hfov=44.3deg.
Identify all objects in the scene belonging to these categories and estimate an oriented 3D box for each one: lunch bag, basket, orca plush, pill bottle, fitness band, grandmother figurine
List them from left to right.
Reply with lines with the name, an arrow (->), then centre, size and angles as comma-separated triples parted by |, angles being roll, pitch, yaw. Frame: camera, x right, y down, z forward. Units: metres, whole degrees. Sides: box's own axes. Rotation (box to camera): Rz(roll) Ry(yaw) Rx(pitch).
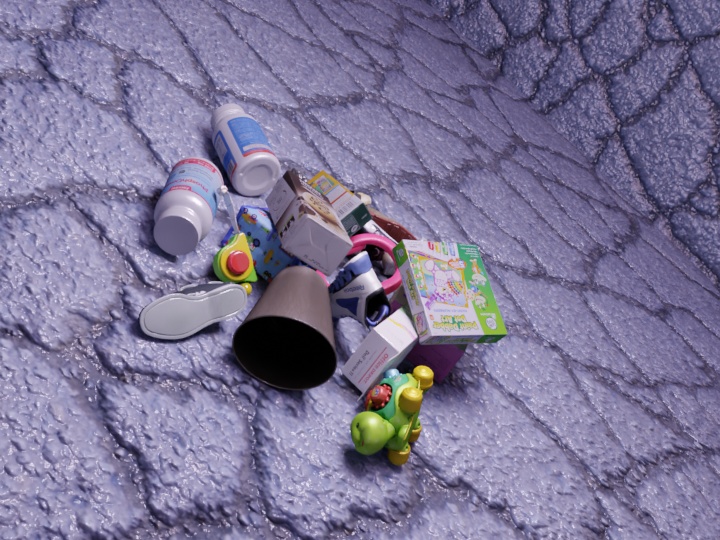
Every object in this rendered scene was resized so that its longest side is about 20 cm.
pill bottle -> -0.317, -0.117, 1.623 | 0.107, 0.109, 0.202 | 27, 30, -15
pill bottle -> -0.253, -0.265, 1.898 | 0.111, 0.113, 0.202 | 7, 41, -40
lunch bag -> -0.159, -0.060, 1.749 | 0.150, 0.095, 0.200 | 38, 19, 8
basket -> -0.116, 0.089, 1.529 | 0.177, 0.138, 0.201 | 17, 28, -4
fitness band -> 0.000, 0.000, 1.797 | 0.197, 0.038, 0.144 | -24, 62, -28
orca plush -> 0.009, -0.074, 1.902 | 0.199, 0.071, 0.105 | 39, 7, -6
grandmother figurine -> 0.015, -0.059, 1.951 | 0.198, 0.061, 0.121 | 37, 38, 5

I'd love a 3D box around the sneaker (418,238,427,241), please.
sneaker -> 0.172, 0.017, 1.968 | 0.201, 0.100, 0.074 | 49, 30, 19

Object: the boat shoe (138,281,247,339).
boat shoe -> -0.282, 0.064, 1.457 | 0.197, 0.078, 0.060 | -9, 13, -40

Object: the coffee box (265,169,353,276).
coffee box -> -0.100, -0.091, 1.660 | 0.112, 0.080, 0.201 | 32, 17, -31

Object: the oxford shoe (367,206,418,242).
oxford shoe -> 0.057, -0.101, 2.044 | 0.198, 0.071, 0.075 | 32, 24, -11

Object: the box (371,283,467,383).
box -> 0.138, 0.101, 1.816 | 0.175, 0.097, 0.200 | 36, 30, 0

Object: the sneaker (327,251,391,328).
sneaker -> -0.010, 0.064, 1.626 | 0.080, 0.200, 0.116 | -27, 75, -33

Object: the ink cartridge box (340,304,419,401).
ink cartridge box -> 0.039, 0.148, 1.612 | 0.067, 0.118, 0.199 | 41, 26, 9

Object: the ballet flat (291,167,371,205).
ballet flat -> -0.068, -0.181, 1.982 | 0.195, 0.058, 0.066 | 13, 7, -9

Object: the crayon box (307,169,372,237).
crayon box -> -0.074, -0.121, 1.833 | 0.052, 0.125, 0.200 | 55, -7, -37

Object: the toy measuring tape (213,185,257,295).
toy measuring tape -> -0.244, -0.048, 1.601 | 0.073, 0.072, 0.204 | -20, 93, -56

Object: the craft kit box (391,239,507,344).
craft kit box -> 0.170, 0.042, 1.684 | 0.197, 0.048, 0.201 | 2, 63, -37

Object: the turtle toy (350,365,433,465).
turtle toy -> 0.050, 0.245, 1.494 | 0.099, 0.149, 0.200 | 17, 25, 14
